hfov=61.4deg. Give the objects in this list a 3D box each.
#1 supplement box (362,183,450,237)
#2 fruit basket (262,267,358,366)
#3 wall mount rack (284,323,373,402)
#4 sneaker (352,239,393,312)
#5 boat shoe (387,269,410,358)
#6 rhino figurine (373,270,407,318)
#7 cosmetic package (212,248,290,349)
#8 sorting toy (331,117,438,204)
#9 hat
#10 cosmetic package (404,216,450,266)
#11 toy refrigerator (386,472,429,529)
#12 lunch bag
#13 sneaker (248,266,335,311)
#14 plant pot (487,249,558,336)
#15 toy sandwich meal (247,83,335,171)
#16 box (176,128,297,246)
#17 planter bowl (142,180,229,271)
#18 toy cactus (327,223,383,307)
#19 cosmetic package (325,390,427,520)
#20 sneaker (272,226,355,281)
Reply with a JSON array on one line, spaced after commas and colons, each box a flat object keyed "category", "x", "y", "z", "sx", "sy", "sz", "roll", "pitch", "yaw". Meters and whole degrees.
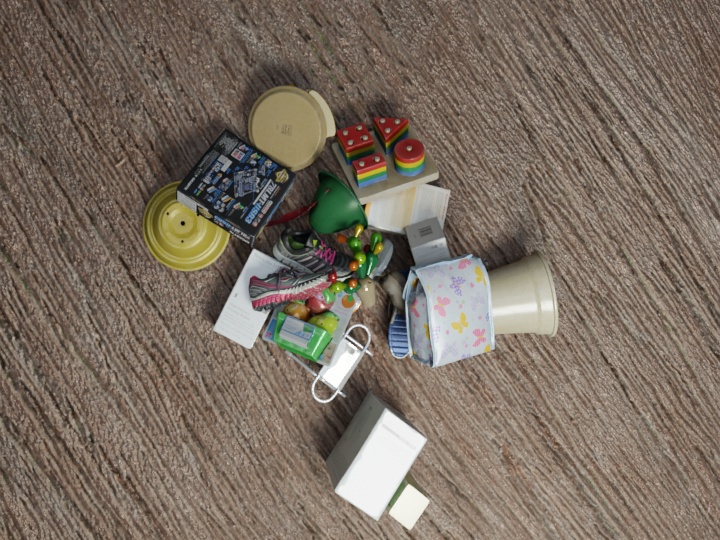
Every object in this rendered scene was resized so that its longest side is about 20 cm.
[{"category": "supplement box", "x": 0.102, "y": -0.146, "z": 1.430, "sx": 0.194, "sy": 0.073, "sz": 0.130, "roll": 13, "pitch": 88, "yaw": -9}, {"category": "fruit basket", "x": -0.109, "y": 0.090, "z": 1.361, "sx": 0.181, "sy": 0.094, "sz": 0.205, "roll": 19, "pitch": 79, "yaw": 19}, {"category": "wall mount rack", "x": -0.071, "y": 0.193, "z": 1.406, "sx": 0.172, "sy": 0.074, "sz": 0.202, "roll": 37, "pitch": 84, "yaw": -11}, {"category": "sneaker", "x": 0.000, "y": 0.000, "z": 1.416, "sx": 0.091, "sy": 0.076, "sz": 0.202, "roll": 36, "pitch": 83, "yaw": -3}, {"category": "boat shoe", "x": 0.098, "y": 0.103, "z": 1.430, "sx": 0.070, "sy": 0.072, "sz": 0.207, "roll": 10, "pitch": 83, "yaw": -11}, {"category": "rhino figurine", "x": 0.113, "y": 0.079, "z": 1.353, "sx": 0.060, "sy": 0.087, "sz": 0.201, "roll": -43, "pitch": 96, "yaw": -14}, {"category": "cosmetic package", "x": -0.245, "y": 0.062, "z": 1.373, "sx": 0.100, "sy": 0.074, "sz": 0.204, "roll": 26, "pitch": 87, "yaw": -9}, {"category": "sorting toy", "x": 0.051, "y": -0.267, "z": 1.365, "sx": 0.194, "sy": 0.071, "sz": 0.203, "roll": -19, "pitch": 51, "yaw": -9}, {"category": "hat", "x": -0.101, "y": -0.101, "z": 1.348, "sx": 0.176, "sy": 0.199, "sz": 0.167, "roll": -42, "pitch": 102, "yaw": -13}, {"category": "cosmetic package", "x": 0.171, "y": -0.002, "z": 1.382, "sx": 0.083, "sy": 0.108, "sz": 0.204, "roll": -17, "pitch": 119, "yaw": 5}, {"category": "toy refrigerator", "x": 0.084, "y": 0.492, "z": 1.364, "sx": 0.069, "sy": 0.200, "sz": 0.077, "roll": 38, "pitch": 85, "yaw": -7}, {"category": "lunch bag", "x": 0.183, "y": 0.077, "z": 1.270, "sx": 0.165, "sy": 0.126, "sz": 0.206, "roll": -13, "pitch": 104, "yaw": -25}, {"category": "sneaker", "x": -0.147, "y": 0.025, "z": 1.310, "sx": 0.194, "sy": 0.081, "sz": 0.077, "roll": -16, "pitch": 77, "yaw": -4}, {"category": "plant pot", "x": 0.345, "y": 0.069, "z": 1.428, "sx": 0.178, "sy": 0.200, "sz": 0.207, "roll": -10, "pitch": 92, "yaw": 3}, {"category": "toy sandwich meal", "x": -0.159, "y": -0.330, "z": 1.387, "sx": 0.198, "sy": 0.071, "sz": 0.211, "roll": 0, "pitch": 110, "yaw": 1}, {"category": "box", "x": -0.268, "y": -0.185, "z": 1.329, "sx": 0.195, "sy": 0.050, "sz": 0.203, "roll": 31, "pitch": 59, "yaw": -3}, {"category": "planter bowl", "x": -0.389, "y": -0.102, "z": 1.342, "sx": 0.194, "sy": 0.083, "sz": 0.207, "roll": 0, "pitch": 89, "yaw": -9}, {"category": "toy cactus", "x": -0.008, "y": 0.005, "z": 1.308, "sx": 0.099, "sy": 0.202, "sz": 0.169, "roll": 0, "pitch": 126, "yaw": 24}, {"category": "cosmetic package", "x": 0.029, "y": 0.405, "z": 1.355, "sx": 0.122, "sy": 0.199, "sz": 0.202, "roll": 35, "pitch": 85, "yaw": -7}, {"category": "sneaker", "x": -0.099, "y": -0.040, "z": 1.350, "sx": 0.195, "sy": 0.088, "sz": 0.075, "roll": 20, "pitch": 52, "yaw": 0}]
